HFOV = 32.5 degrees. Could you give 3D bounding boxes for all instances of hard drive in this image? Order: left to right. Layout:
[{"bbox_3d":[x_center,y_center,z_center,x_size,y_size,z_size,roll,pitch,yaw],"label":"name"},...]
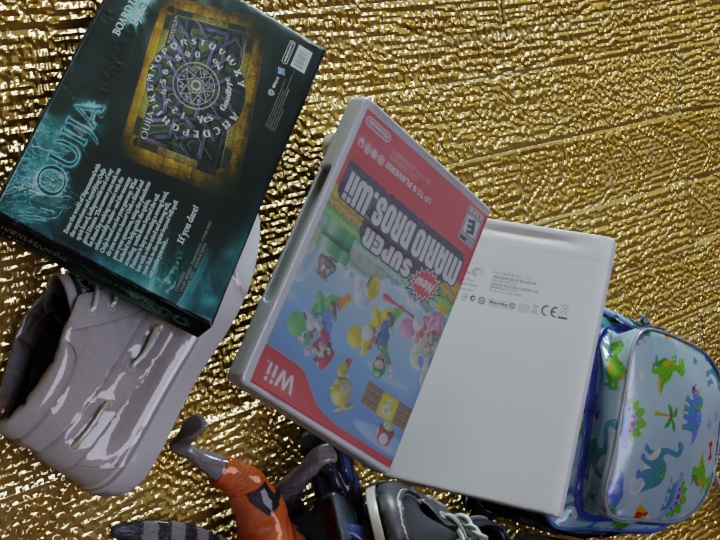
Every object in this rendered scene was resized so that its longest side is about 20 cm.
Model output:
[{"bbox_3d":[0.102,0.065,0.897,0.027,0.131,0.202,44,58,-67],"label":"hard drive"}]

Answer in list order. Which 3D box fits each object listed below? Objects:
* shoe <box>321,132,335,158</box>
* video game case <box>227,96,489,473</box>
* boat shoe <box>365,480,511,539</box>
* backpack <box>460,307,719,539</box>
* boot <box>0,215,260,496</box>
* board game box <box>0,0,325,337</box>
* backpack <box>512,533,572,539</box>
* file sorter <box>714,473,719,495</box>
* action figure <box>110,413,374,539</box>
[{"bbox_3d":[0.000,0.000,0.857,0.070,0.053,0.202,-19,111,-73],"label":"shoe"},{"bbox_3d":[0.006,0.011,0.799,0.143,0.017,0.201,37,68,-38],"label":"video game case"},{"bbox_3d":[0.057,0.179,0.849,0.200,0.062,0.073,46,29,-62],"label":"boat shoe"},{"bbox_3d":[0.201,0.123,0.978,0.199,0.146,0.185,14,83,-45],"label":"backpack"},{"bbox_3d":[-0.133,0.022,0.709,0.095,0.073,0.201,39,62,-37],"label":"boot"},{"bbox_3d":[-0.112,-0.080,0.710,0.135,0.028,0.201,29,61,-16],"label":"board game box"},{"bbox_3d":[0.161,0.304,0.921,0.150,0.177,0.202,30,69,-38],"label":"backpack"},{"bbox_3d":[0.436,0.141,1.216,0.200,0.124,0.139,-48,122,-31],"label":"file sorter"},{"bbox_3d":[-0.056,0.155,0.796,0.193,0.104,0.201,31,40,-46],"label":"action figure"}]
